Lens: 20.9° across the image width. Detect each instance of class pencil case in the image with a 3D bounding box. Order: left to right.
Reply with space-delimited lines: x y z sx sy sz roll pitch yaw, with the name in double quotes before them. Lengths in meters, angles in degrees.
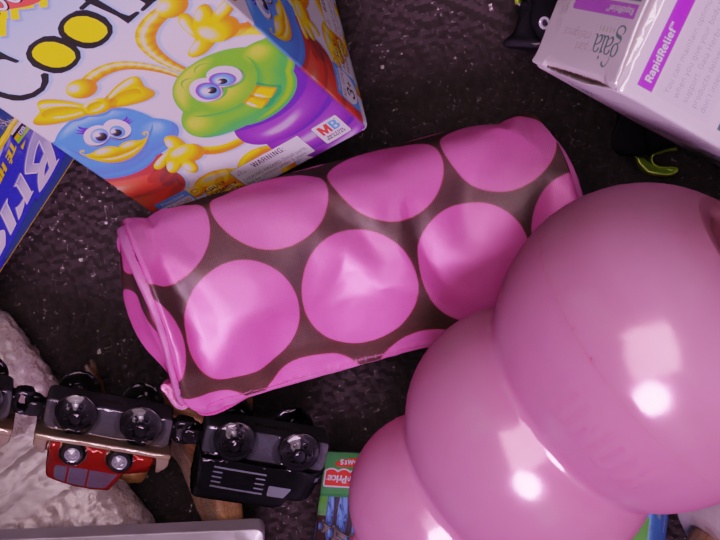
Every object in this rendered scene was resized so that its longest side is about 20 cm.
"pencil case" 0.000 0.000 0.824 0.198 0.091 0.094 -14 103 -9

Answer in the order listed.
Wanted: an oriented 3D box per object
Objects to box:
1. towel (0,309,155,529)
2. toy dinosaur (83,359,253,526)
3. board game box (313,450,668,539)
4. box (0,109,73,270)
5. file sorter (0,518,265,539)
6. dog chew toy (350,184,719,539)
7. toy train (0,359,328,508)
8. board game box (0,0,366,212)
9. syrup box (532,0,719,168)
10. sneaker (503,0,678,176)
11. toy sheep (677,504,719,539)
"towel" -0.205 0.124 0.889 0.199 0.034 0.133 -36 86 4
"toy dinosaur" -0.071 0.072 0.864 0.105 0.060 0.202 -4 88 4
"board game box" 0.045 0.180 0.817 0.150 0.037 0.202 1 72 21
"box" -0.198 -0.019 0.861 0.070 0.064 0.201 31 86 19
"file sorter" -0.136 0.195 0.809 0.198 0.125 0.140 -2 105 -2
"dog chew toy" 0.075 0.058 0.755 0.200 0.124 0.125 -40 85 23
"toy train" -0.112 0.069 0.825 0.198 0.034 0.046 10 111 -10
"board game box" -0.096 -0.117 0.781 0.103 0.200 0.106 -26 58 19
"syrup box" 0.178 -0.071 0.792 0.199 0.079 0.082 26 92 -22
"sneaker" 0.089 -0.132 0.848 0.083 0.072 0.201 -35 86 5
"toy sheep" 0.208 0.096 0.804 0.200 0.138 0.138 -38 85 -11
